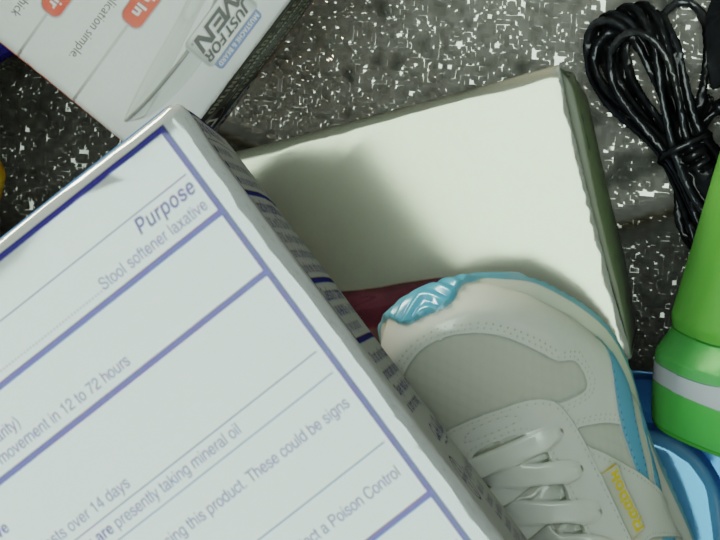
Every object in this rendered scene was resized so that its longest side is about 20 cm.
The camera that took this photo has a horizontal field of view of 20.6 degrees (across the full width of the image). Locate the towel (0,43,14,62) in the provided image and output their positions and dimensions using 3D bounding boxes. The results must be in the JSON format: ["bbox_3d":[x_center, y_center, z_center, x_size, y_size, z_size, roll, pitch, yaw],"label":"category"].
[{"bbox_3d":[-0.196,-0.161,0.763,0.147,0.050,0.201,-27,95,10],"label":"towel"}]

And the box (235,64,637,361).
[{"bbox_3d":[0.000,0.000,0.769,0.198,0.128,0.110,-14,91,10],"label":"box"}]

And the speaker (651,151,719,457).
[{"bbox_3d":[0.167,-0.030,0.713,0.088,0.088,0.202,17,97,9],"label":"speaker"}]

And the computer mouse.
[{"bbox_3d":[0.198,-0.085,0.771,0.199,0.053,0.139,-31,85,9],"label":"computer mouse"}]

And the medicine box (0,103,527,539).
[{"bbox_3d":[-0.062,0.085,0.600,0.182,0.103,0.201,-37,87,2],"label":"medicine box"}]

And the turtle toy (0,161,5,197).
[{"bbox_3d":[-0.231,0.000,0.729,0.199,0.101,0.147,26,115,7],"label":"turtle toy"}]

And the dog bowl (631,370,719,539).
[{"bbox_3d":[0.115,0.139,0.793,0.110,0.050,0.202,-6,91,10],"label":"dog bowl"}]

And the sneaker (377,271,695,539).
[{"bbox_3d":[0.071,0.083,0.685,0.076,0.081,0.200,-24,123,19],"label":"sneaker"}]

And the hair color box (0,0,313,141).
[{"bbox_3d":[-0.108,-0.141,0.699,0.200,0.064,0.111,40,102,1],"label":"hair color box"}]
